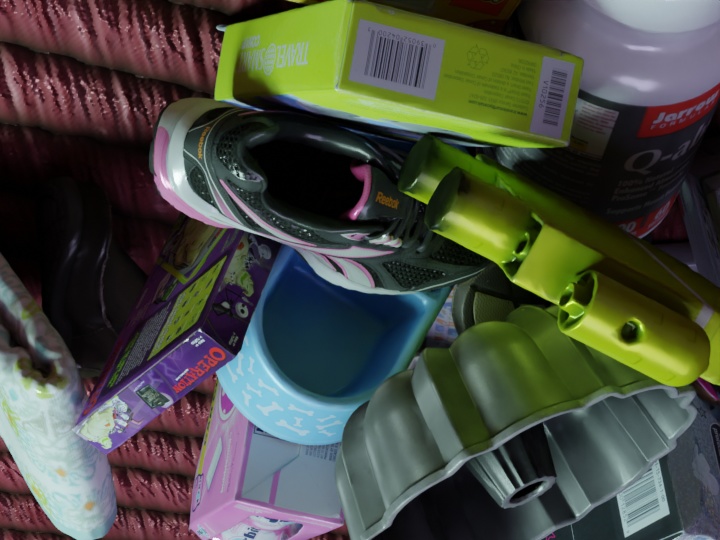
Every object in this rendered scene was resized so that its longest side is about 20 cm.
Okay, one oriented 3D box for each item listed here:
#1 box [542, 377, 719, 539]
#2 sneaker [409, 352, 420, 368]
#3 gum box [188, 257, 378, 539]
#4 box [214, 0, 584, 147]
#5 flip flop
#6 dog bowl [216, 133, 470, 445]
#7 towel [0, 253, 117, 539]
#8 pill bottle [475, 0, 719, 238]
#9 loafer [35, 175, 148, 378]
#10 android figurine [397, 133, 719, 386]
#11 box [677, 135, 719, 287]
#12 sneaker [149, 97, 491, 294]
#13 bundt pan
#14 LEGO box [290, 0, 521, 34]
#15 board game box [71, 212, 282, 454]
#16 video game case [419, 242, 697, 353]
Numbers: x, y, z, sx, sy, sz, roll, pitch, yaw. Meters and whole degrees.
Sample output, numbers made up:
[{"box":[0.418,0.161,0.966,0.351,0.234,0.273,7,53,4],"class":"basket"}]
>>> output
[{"box":[0.181,0.113,1.097,0.114,0.201,0.132,20,138,-34],"class":"box"},{"box":[-0.015,0.062,1.150,0.200,0.070,0.099,38,156,-29],"class":"sneaker"},{"box":[-0.042,0.063,1.002,0.066,0.201,0.113,15,160,-15],"class":"gum box"},{"box":[0.008,-0.094,0.846,0.122,0.048,0.200,11,180,-22],"class":"box"},{"box":[0.108,-0.005,1.007,0.057,0.200,0.081,11,120,33],"class":"flip flop"},{"box":[0.000,0.000,0.945,0.111,0.200,0.050,34,158,-7],"class":"dog bowl"},{"box":[-0.211,0.046,0.998,0.048,0.200,0.171,-32,149,-16],"class":"towel"},{"box":[0.129,-0.107,0.874,0.115,0.116,0.200,-1,148,-7],"class":"pill bottle"},{"box":[-0.160,0.004,1.052,0.071,0.073,0.200,-4,154,-12],"class":"loafer"},{"box":[0.113,0.002,0.815,0.200,0.182,0.041,28,101,-20],"class":"android figurine"},{"box":[0.218,0.012,0.947,0.041,0.156,0.200,-17,-173,4],"class":"box"},{"box":[-0.003,-0.031,0.857,0.199,0.081,0.086,11,178,-33],"class":"sneaker"},{"box":[0.073,0.085,0.907,0.201,0.076,0.202,-22,155,-11],"class":"bundt pan"},{"box":[-0.002,-0.194,0.768,0.199,0.077,0.149,10,143,-22],"class":"LEGO box"},{"box":[-0.083,-0.001,0.936,0.032,0.200,0.120,42,129,-20],"class":"board game box"},{"box":[0.132,0.050,1.194,0.182,0.022,0.200,-3,146,-3],"class":"video game case"}]
